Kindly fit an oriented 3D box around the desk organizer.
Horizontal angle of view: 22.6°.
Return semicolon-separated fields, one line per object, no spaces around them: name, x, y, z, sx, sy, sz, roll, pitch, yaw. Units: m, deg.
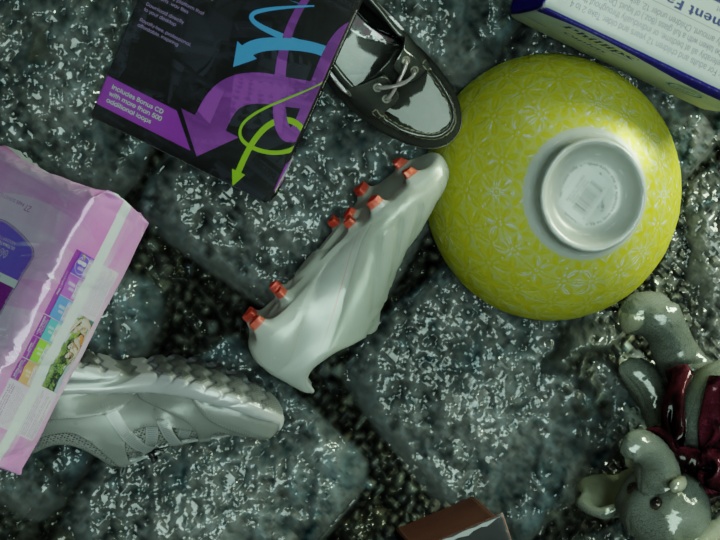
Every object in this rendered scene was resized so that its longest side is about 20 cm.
desk organizer;0.016;0.240;1.323;0.198;0.077;0.072;-21;99;-9

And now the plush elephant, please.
plush elephant;0.237;0.135;1.315;0.155;0.164;0.201;-40;128;-30

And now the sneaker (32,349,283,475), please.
sneaker;-0.154;0.105;1.286;0.198;0.075;0.083;7;100;-1

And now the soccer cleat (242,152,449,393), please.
soccer cleat;0.000;0.000;1.306;0.078;0.069;0.200;43;93;-17

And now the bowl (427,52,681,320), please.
bowl;0.152;-0.058;1.307;0.198;0.108;0.203;-1;96;-11

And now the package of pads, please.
package of pads;-0.241;0.024;1.220;0.076;0.120;0.202;34;80;-52

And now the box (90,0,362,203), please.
box;-0.085;-0.167;1.244;0.142;0.036;0.202;25;106;0

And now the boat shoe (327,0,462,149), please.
boat shoe;-0.006;-0.162;1.274;0.067;0.057;0.200;-45;91;1

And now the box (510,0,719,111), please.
box;0.232;-0.242;1.306;0.182;0.105;0.202;23;90;-13
